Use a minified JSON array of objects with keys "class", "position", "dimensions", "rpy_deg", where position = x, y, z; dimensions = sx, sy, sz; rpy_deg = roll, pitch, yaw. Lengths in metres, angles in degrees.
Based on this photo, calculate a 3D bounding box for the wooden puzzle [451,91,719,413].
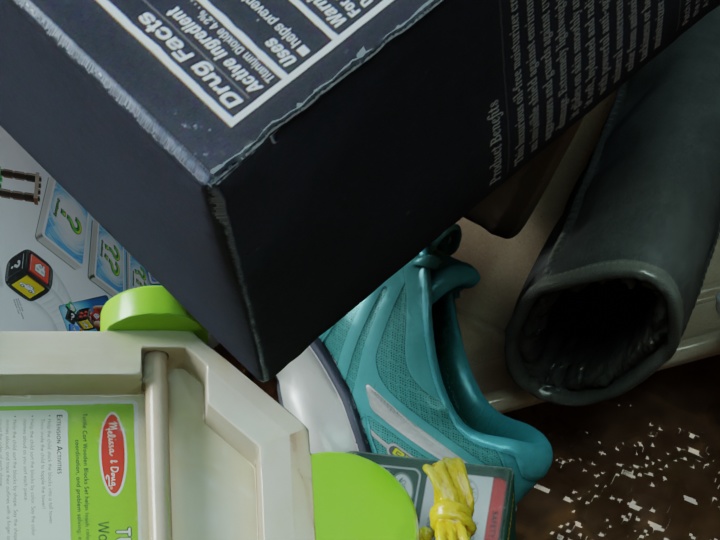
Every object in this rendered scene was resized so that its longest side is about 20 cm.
[{"class":"wooden puzzle","position":[0.052,-0.027,0.955],"dimensions":[0.185,0.037,0.200],"rpy_deg":[-14,56,-10]}]

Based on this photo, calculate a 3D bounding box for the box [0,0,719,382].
[{"class":"box","position":[-0.026,-0.113,0.704],"dimensions":[0.198,0.123,0.200],"rpy_deg":[-39,65,-17]}]

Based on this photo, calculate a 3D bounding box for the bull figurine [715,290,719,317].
[{"class":"bull figurine","position":[0.197,-0.015,0.905],"dimensions":[0.121,0.065,0.200],"rpy_deg":[24,41,-5]}]

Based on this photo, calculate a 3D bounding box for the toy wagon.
[{"class":"toy wagon","position":[-0.067,0.079,0.680],"dimensions":[0.200,0.040,0.155],"rpy_deg":[1,59,-8]}]

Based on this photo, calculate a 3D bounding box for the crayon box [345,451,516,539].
[{"class":"crayon box","position":[0.011,0.184,0.741],"dimensions":[0.058,0.173,0.200],"rpy_deg":[5,59,10]}]

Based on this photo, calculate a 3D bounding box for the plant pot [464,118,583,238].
[{"class":"plant pot","position":[0.023,-0.138,0.868],"dimensions":[0.174,0.200,0.200],"rpy_deg":[28,61,2]}]

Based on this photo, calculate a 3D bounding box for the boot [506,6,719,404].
[{"class":"boot","position":[0.123,-0.068,0.852],"dimensions":[0.073,0.182,0.200],"rpy_deg":[30,52,5]}]

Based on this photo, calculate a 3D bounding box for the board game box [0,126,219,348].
[{"class":"board game box","position":[-0.135,-0.053,0.833],"dimensions":[0.126,0.035,0.200],"rpy_deg":[-13,74,-36]}]

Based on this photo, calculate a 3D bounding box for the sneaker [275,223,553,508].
[{"class":"sneaker","position":[0.000,0.000,0.843],"dimensions":[0.080,0.077,0.200],"rpy_deg":[-29,87,21]}]
